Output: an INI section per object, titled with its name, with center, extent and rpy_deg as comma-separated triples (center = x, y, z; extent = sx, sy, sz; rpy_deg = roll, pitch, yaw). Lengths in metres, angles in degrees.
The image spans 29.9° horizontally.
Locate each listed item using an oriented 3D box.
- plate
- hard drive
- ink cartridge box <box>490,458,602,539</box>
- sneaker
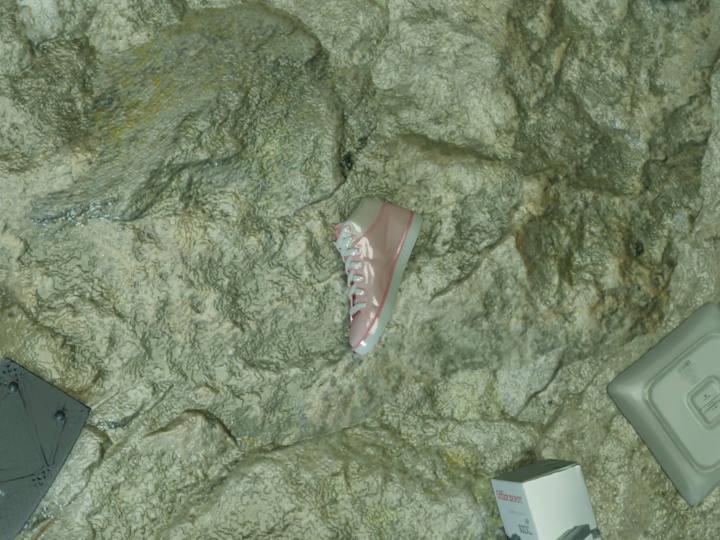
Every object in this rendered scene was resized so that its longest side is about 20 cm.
[plate]
center = 0.458, 0.175, 1.793
extent = 0.199, 0.032, 0.201
rpy_deg = -37, 91, -13
[hard drive]
center = -0.423, 0.219, 1.600
extent = 0.134, 0.042, 0.201
rpy_deg = 32, 79, -7
[ink cartridge box]
center = 0.241, 0.343, 1.669
extent = 0.083, 0.145, 0.202
rpy_deg = -15, 86, -11
[sneaker]
center = 0.000, 0.000, 1.697
extent = 0.104, 0.075, 0.201
rpy_deg = 24, 71, -12
